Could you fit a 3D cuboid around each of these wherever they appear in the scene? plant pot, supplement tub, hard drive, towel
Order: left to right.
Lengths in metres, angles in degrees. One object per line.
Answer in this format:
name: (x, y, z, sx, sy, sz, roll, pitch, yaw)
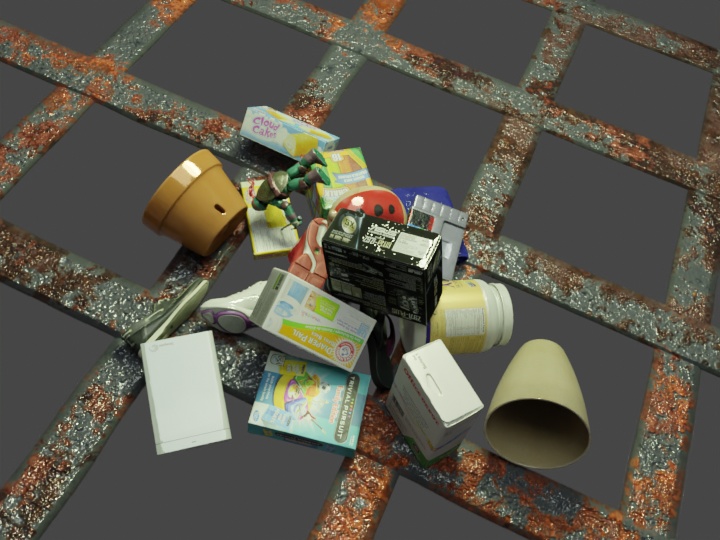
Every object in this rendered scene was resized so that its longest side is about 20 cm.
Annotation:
hard drive: (-0.315, 0.218, 1.332, 0.131, 0.027, 0.202, -10, 73, -15)
plant pot: (-0.325, -0.124, 1.508, 0.140, 0.200, 0.200, 41, 58, 0)
towel: (0.145, -0.095, 1.641, 0.146, 0.050, 0.202, -3, 58, -15)
supplement tub: (0.184, 0.092, 1.457, 0.198, 0.146, 0.147, -3, 56, -11)
plant pot: (0.335, 0.231, 1.383, 0.186, 0.188, 0.201, 18, 41, 4)

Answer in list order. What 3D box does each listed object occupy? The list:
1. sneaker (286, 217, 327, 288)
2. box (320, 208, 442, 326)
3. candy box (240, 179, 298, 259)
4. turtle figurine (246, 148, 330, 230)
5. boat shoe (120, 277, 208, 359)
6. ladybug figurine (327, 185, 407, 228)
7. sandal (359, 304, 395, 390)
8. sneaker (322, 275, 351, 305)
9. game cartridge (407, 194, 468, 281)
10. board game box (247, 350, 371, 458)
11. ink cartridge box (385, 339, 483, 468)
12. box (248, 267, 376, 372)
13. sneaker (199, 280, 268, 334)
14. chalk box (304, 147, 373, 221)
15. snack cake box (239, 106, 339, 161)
sneaker: (-0.115, 0.000, 1.498, 0.078, 0.115, 0.201, 30, 60, -11)
box: (0.042, -0.006, 1.334, 0.198, 0.165, 0.086, 16, 53, 20)
candy box: (-0.197, -0.115, 1.610, 0.101, 0.027, 0.201, -8, 57, -11)
turtle figurine: (-0.157, -0.163, 1.531, 0.199, 0.100, 0.151, -32, 61, 21)
boat shoe: (-0.371, 0.078, 1.422, 0.067, 0.072, 0.200, 36, 60, 11)
ladybug figurine: (0.021, -0.099, 1.493, 0.199, 0.137, 0.072, -1, 26, -39)
sandal: (0.044, 0.134, 1.448, 0.048, 0.075, 0.202, -25, 60, 27)
sneaker: (0.000, 0.000, 1.510, 0.077, 0.112, 0.200, 37, 58, 16)
game cartridge: (0.146, -0.052, 1.559, 0.129, 0.038, 0.202, 21, 67, -10)
board game box: (-0.092, 0.245, 1.368, 0.198, 0.047, 0.152, 13, 55, 0)
ink cartridge box: (0.126, 0.239, 1.313, 0.083, 0.201, 0.145, -21, 62, -21)
box: (-0.088, 0.092, 1.372, 0.199, 0.101, 0.113, 29, 84, -23)
sneaker: (-0.217, 0.070, 1.463, 0.198, 0.075, 0.100, 1, 46, -17)
chalk box: (-0.039, -0.145, 1.595, 0.124, 0.124, 0.201, -10, 58, -15)
snack cake box: (-0.160, -0.306, 1.690, 0.198, 0.068, 0.115, 24, 20, 7)
